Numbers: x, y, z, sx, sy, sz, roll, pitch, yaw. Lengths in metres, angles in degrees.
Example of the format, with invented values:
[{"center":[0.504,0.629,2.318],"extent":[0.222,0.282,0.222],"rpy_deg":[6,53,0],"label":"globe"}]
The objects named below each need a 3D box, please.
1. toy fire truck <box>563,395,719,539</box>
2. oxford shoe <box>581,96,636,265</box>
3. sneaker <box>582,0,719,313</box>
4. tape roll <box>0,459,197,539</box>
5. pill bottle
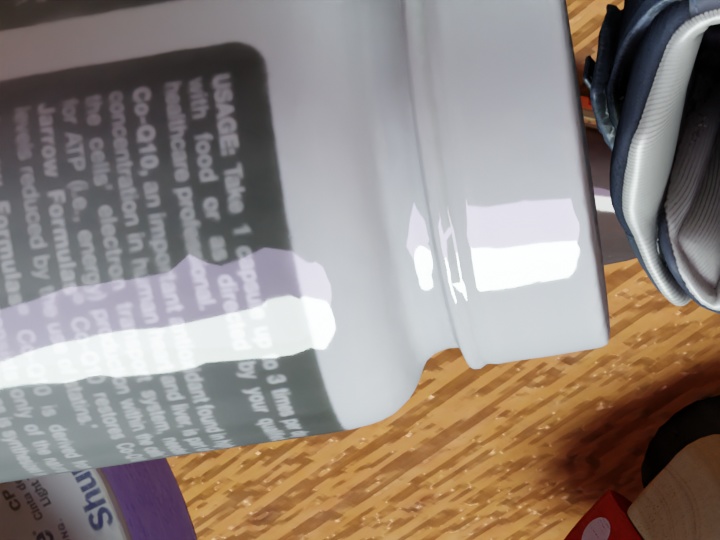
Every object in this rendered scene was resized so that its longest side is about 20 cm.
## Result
[{"center":[0.106,0.157,0.906],"extent":[0.176,0.129,0.200],"rpy_deg":[35,103,-35],"label":"toy fire truck"},{"center":[0.000,0.000,0.775],"extent":[0.199,0.073,0.071],"rpy_deg":[-8,140,14],"label":"oxford shoe"},{"center":[0.107,-0.030,0.674],"extent":[0.076,0.147,0.203],"rpy_deg":[-13,141,17],"label":"sneaker"},{"center":[-0.139,0.096,0.804],"extent":[0.085,0.201,0.200],"rpy_deg":[-28,133,33],"label":"tape roll"},{"center":[-0.048,-0.014,0.624],"extent":[0.199,0.114,0.114],"rpy_deg":[-9,141,6],"label":"pill bottle"}]
